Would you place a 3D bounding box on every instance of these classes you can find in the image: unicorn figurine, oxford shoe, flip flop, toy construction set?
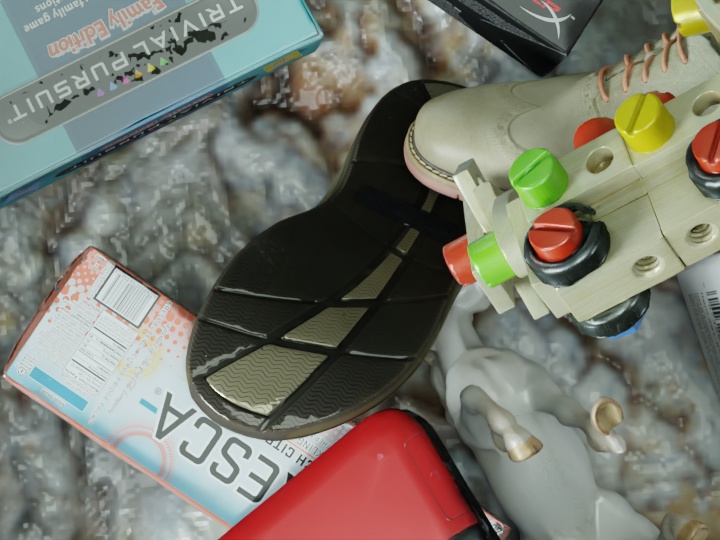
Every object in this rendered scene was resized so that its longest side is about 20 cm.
[{"bbox_3d":[0.071,0.065,1.088,0.074,0.137,0.200,-18,103,-15],"label":"unicorn figurine"},{"bbox_3d":[0.114,-0.068,1.065,0.200,0.074,0.071,-5,43,3],"label":"oxford shoe"},{"bbox_3d":[0.000,0.000,1.080,0.081,0.058,0.200,28,47,6],"label":"flip flop"},{"bbox_3d":[0.102,-0.048,0.977,0.200,0.131,0.092,-40,131,23],"label":"toy construction set"}]

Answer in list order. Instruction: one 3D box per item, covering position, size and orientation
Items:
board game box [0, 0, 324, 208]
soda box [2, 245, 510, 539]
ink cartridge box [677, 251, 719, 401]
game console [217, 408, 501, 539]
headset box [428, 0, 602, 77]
[{"bbox_3d":[-0.127,-0.145,1.112,0.151,0.047,0.200,-27,90,-6],"label":"board game box"},{"bbox_3d":[-0.042,0.070,1.096,0.200,0.068,0.064,35,88,-2],"label":"soda box"},{"bbox_3d":[0.196,0.048,1.051,0.084,0.200,0.145,-19,89,-5],"label":"ink cartridge box"},{"bbox_3d":[0.013,0.174,1.069,0.200,0.119,0.172,-41,67,22],"label":"game console"},{"bbox_3d":[0.071,-0.203,1.116,0.149,0.077,0.200,33,84,-2],"label":"headset box"}]
